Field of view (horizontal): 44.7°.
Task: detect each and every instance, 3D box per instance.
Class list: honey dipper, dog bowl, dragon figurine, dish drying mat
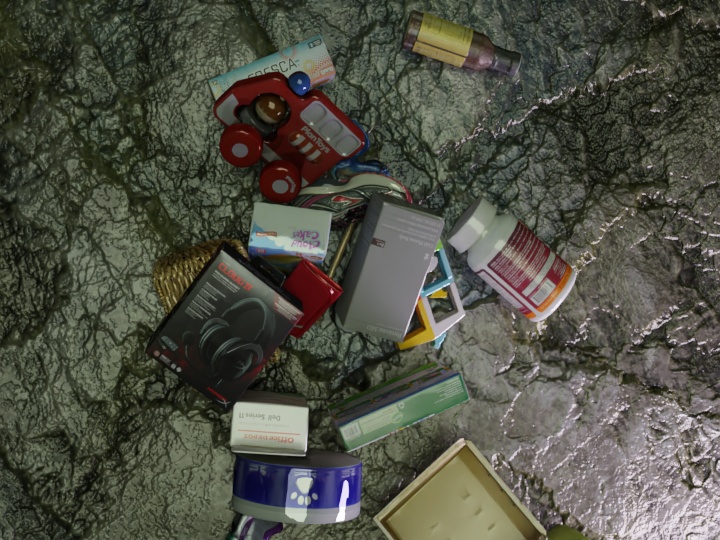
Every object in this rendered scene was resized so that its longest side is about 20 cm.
[{"bbox_3d":[-0.041,-0.011,1.421,0.037,0.038,0.203,24,85,-6],"label":"honey dipper"},{"bbox_3d":[-0.096,0.322,1.329,0.195,0.200,0.081,4,86,-6],"label":"dog bowl"},{"bbox_3d":[-0.022,-0.207,1.413,0.098,0.059,0.203,-29,93,-6],"label":"dragon figurine"},{"bbox_3d":[-0.092,0.049,1.340,0.076,0.200,0.018,39,58,-3],"label":"dish drying mat"}]

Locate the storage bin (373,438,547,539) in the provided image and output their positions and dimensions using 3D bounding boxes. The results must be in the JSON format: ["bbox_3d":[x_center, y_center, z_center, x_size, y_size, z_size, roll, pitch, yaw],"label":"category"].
[{"bbox_3d":[0.160,0.406,1.379,0.198,0.094,0.201,-41,73,-4],"label":"storage bin"}]

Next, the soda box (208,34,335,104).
[{"bbox_3d":[-0.142,-0.303,1.398,0.197,0.064,0.070,-23,92,-7],"label":"soda box"}]

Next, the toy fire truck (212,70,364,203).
[{"bbox_3d":[-0.111,-0.214,1.305,0.167,0.113,0.200,-34,121,26],"label":"toy fire truck"}]

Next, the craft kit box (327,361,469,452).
[{"bbox_3d":[0.052,0.204,1.349,0.197,0.197,0.049,-22,95,-6],"label":"craft kit box"}]

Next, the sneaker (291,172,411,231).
[{"bbox_3d":[-0.014,-0.101,1.380,0.196,0.081,0.076,-4,63,17],"label":"sneaker"}]

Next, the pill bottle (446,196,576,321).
[{"bbox_3d":[0.243,-0.020,1.417,0.199,0.110,0.110,40,85,-5],"label":"pill bottle"}]

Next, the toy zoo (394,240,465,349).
[{"bbox_3d":[0.093,0.037,1.416,0.129,0.020,0.203,-25,109,-16],"label":"toy zoo"}]

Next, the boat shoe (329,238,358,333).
[{"bbox_3d":[0.000,0.000,1.413,0.068,0.056,0.203,24,86,-29],"label":"boat shoe"}]

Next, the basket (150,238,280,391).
[{"bbox_3d":[-0.216,0.057,1.342,0.146,0.143,0.204,-20,103,-3],"label":"basket"}]

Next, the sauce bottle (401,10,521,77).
[{"bbox_3d":[0.166,-0.366,1.435,0.196,0.065,0.066,18,87,-7],"label":"sauce bottle"}]

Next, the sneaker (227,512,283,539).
[{"bbox_3d":[-0.187,0.471,1.382,0.086,0.074,0.203,27,86,-10],"label":"sneaker"}]

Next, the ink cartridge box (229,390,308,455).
[{"bbox_3d":[-0.137,0.228,1.324,0.114,0.200,0.069,5,89,-7],"label":"ink cartridge box"}]

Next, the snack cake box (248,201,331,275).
[{"bbox_3d":[-0.111,-0.042,1.328,0.112,0.200,0.069,9,79,-5],"label":"snack cake box"}]

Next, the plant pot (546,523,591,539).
[{"bbox_3d":[0.306,0.519,1.400,0.186,0.187,0.201,37,71,-5],"label":"plant pot"}]

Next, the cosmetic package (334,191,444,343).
[{"bbox_3d":[0.041,-0.005,1.323,0.105,0.090,0.204,13,102,-15],"label":"cosmetic package"}]

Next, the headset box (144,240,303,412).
[{"bbox_3d":[-0.184,0.070,1.237,0.148,0.077,0.201,38,96,-13],"label":"headset box"}]
